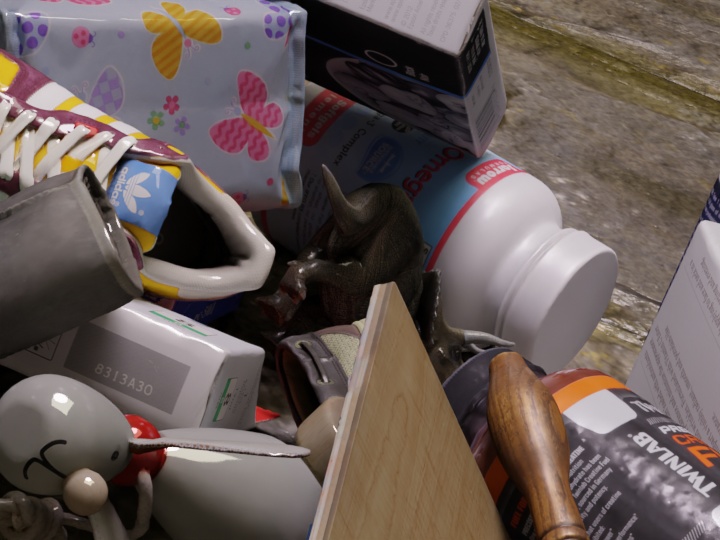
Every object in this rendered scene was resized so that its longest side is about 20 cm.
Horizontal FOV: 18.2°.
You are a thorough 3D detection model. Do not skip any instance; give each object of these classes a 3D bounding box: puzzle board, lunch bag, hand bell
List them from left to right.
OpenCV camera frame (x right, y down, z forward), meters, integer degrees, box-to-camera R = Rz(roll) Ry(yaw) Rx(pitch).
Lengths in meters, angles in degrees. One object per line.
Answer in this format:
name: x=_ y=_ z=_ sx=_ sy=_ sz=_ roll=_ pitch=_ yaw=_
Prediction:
lunch bag: x=-0.148 y=-0.089 z=1.092 sx=0.169 sy=0.128 sz=0.200 roll=-6 pitch=11 yaw=-35
puzzle board: x=0.021 y=0.117 z=0.859 sx=0.017 sy=0.151 sz=0.200 roll=-15 pitch=27 yaw=18
hand bell: x=0.081 y=0.109 z=0.927 sx=0.104 sy=0.104 sz=0.200 roll=12 pitch=37 yaw=-24

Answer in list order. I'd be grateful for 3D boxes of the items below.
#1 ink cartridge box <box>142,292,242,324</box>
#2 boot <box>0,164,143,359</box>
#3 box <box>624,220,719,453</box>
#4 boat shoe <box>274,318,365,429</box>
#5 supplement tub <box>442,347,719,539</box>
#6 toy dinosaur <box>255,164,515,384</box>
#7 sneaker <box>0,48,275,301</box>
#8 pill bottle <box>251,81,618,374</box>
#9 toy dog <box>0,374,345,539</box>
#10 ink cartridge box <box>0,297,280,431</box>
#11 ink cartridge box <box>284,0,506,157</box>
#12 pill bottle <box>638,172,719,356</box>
ink cartridge box: x=-0.161 y=-0.032 z=1.185 sx=0.200 sy=0.044 sz=0.094 roll=27 pitch=20 yaw=15
boot: x=-0.177 y=0.037 z=0.825 sx=0.199 sy=0.073 sz=0.182 roll=-16 pitch=27 yaw=0
box: x=0.257 y=0.093 z=1.162 sx=0.199 sy=0.131 sz=0.199 roll=18 pitch=21 yaw=-11
boat shoe: x=-0.001 y=0.095 z=1.008 sx=0.066 sy=0.072 sz=0.201 roll=-6 pitch=37 yaw=-6
supplement tub: x=0.117 y=0.114 z=1.010 sx=0.200 sy=0.107 sz=0.107 roll=37 pitch=26 yaw=34
toy dinosaur: x=0.000 y=0.000 z=1.142 sx=0.077 sy=0.200 sz=0.102 roll=25 pitch=59 yaw=39
sneaker: x=-0.123 y=-0.044 z=0.935 sx=0.200 sy=0.075 sz=0.090 roll=25 pitch=-9 yaw=-38
pill bottle: x=0.042 y=-0.024 z=1.270 sx=0.200 sy=0.109 sz=0.109 roll=32 pitch=23 yaw=25
toy dog: x=-0.054 y=0.102 z=0.858 sx=0.200 sy=0.132 sz=0.096 roll=-1 pitch=43 yaw=-40
ink cartridge box: x=-0.117 y=0.023 z=1.001 sx=0.161 sy=0.050 sz=0.200 roll=22 pitch=4 yaw=8
ink cartridge box: x=-0.024 y=-0.136 z=1.161 sx=0.200 sy=0.043 sz=0.198 roll=26 pitch=-7 yaw=11
pill bottle: x=0.245 y=-0.006 z=1.294 sx=0.111 sy=0.201 sz=0.111 roll=18 pitch=21 yaw=-7
